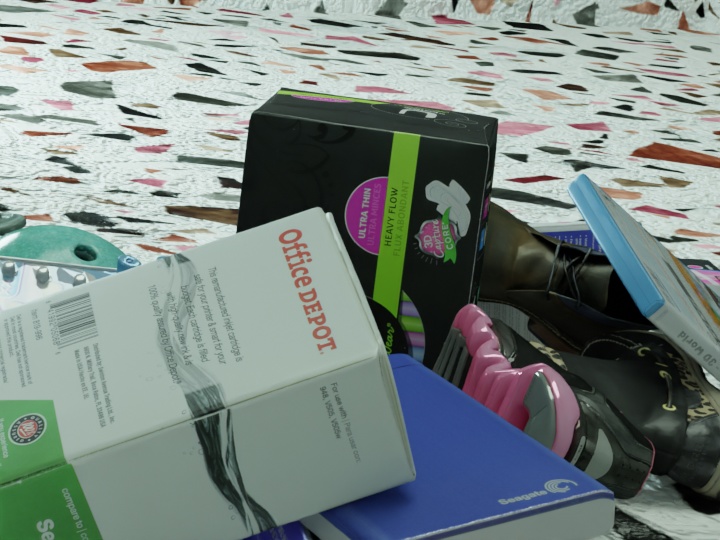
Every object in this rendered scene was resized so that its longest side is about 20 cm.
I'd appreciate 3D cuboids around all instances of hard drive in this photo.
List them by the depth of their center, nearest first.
[{"bbox_3d":[0.018,0.096,1.245,0.132,0.025,0.200,-11,23,-27],"label":"hard drive"}]

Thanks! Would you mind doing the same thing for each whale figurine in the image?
[{"bbox_3d":[-0.195,0.040,1.421,0.159,0.104,0.200,36,31,13],"label":"whale figurine"}]

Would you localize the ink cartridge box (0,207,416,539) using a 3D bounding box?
[{"bbox_3d":[-0.086,0.064,1.202,0.200,0.083,0.147,-18,34,-2],"label":"ink cartridge box"}]

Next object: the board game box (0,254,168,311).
[{"bbox_3d":[-0.202,0.055,1.328,0.200,0.026,0.200,6,44,-3],"label":"board game box"}]

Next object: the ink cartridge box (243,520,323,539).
[{"bbox_3d":[0.006,0.139,1.261,0.200,0.043,0.198,3,13,-11],"label":"ink cartridge box"}]

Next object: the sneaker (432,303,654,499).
[{"bbox_3d":[0.100,0.079,1.364,0.095,0.079,0.200,17,11,-21],"label":"sneaker"}]

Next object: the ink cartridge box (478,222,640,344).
[{"bbox_3d":[0.116,0.016,1.716,0.200,0.095,0.037,-3,6,-38],"label":"ink cartridge box"}]

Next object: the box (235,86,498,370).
[{"bbox_3d":[0.000,0.000,1.515,0.148,0.200,0.124,8,12,4],"label":"box"}]

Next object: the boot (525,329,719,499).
[{"bbox_3d":[0.137,0.075,1.520,0.150,0.073,0.200,13,16,-21],"label":"boot"}]

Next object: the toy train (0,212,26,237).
[{"bbox_3d":[-0.275,0.016,1.591,0.114,0.085,0.200,-6,15,2],"label":"toy train"}]

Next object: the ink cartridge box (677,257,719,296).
[{"bbox_3d":[0.198,0.008,1.986,0.200,0.037,0.095,3,14,-9],"label":"ink cartridge box"}]

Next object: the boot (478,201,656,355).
[{"bbox_3d":[0.121,-0.008,1.620,0.200,0.075,0.097,32,-27,-34],"label":"boot"}]

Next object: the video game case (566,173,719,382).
[{"bbox_3d":[0.217,0.033,1.567,0.200,0.018,0.143,38,16,-36],"label":"video game case"}]
